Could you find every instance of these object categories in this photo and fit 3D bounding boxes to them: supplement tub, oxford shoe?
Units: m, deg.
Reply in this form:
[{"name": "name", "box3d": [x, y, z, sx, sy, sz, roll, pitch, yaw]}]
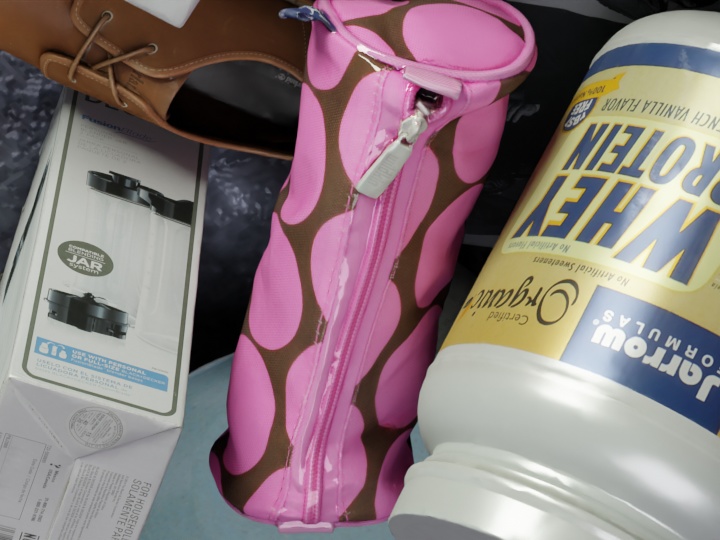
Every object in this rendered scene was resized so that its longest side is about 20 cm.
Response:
[{"name": "supplement tub", "box3d": [0.108, 0.028, 0.853, 0.144, 0.200, 0.144, 26, 163, 9]}, {"name": "oxford shoe", "box3d": [-0.089, -0.090, 0.896, 0.200, 0.071, 0.071, 16, 127, -14]}]

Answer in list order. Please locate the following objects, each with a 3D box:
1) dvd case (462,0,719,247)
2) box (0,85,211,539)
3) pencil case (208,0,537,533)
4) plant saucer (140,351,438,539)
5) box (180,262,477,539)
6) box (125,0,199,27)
[{"name": "dvd case", "box3d": [0.133, -0.065, 0.943, 0.200, 0.025, 0.150, 7, 125, -4]}, {"name": "box", "box3d": [-0.102, 0.027, 0.910, 0.060, 0.200, 0.117, 16, 123, -11]}, {"name": "pencil case", "box3d": [0.000, 0.000, 0.875, 0.091, 0.094, 0.200, 5, 117, -14]}, {"name": "plant saucer", "box3d": [-0.007, 0.097, 1.013, 0.201, 0.039, 0.201, 1, 125, 2]}, {"name": "box", "box3d": [0.039, 0.082, 1.046, 0.200, 0.036, 0.144, 37, 119, -21]}, {"name": "box", "box3d": [-0.062, -0.202, 0.808, 0.124, 0.098, 0.200, 26, 123, -15]}]
